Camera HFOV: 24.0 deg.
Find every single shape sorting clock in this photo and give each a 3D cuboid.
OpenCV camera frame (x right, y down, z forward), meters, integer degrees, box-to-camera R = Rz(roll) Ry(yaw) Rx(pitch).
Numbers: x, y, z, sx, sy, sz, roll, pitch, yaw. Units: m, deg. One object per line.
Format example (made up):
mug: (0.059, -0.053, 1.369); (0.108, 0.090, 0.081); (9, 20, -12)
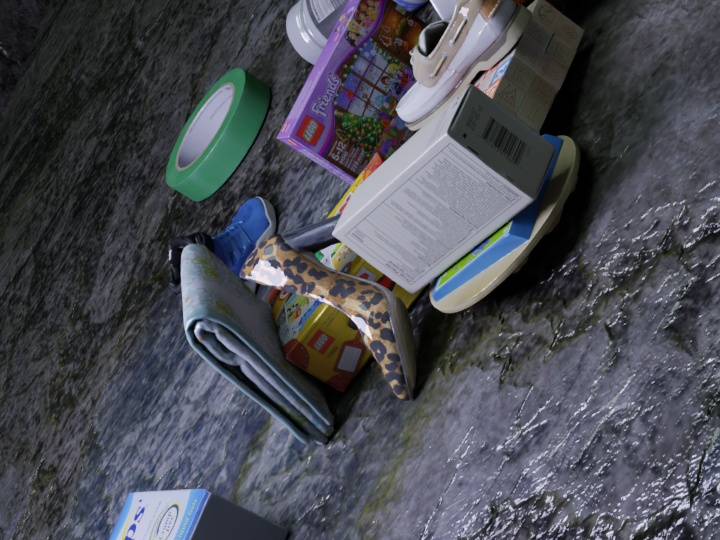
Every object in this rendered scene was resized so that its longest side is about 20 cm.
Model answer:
shape sorting clock: (0.134, -0.042, 1.566); (0.200, 0.039, 0.200); (-51, 13, 17)

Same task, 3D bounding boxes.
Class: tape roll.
tape roll: (-0.207, -0.197, 2.448); (0.200, 0.048, 0.200); (-45, 27, 30)

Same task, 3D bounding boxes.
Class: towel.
towel: (-0.109, 0.077, 1.717); (0.048, 0.200, 0.171); (-40, 24, 8)

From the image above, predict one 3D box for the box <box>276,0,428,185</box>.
box: (0.011, -0.198, 1.888); (0.200, 0.137, 0.039); (-63, 23, -11)

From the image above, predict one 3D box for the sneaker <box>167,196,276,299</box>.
sneaker: (-0.177, -0.032, 2.098); (0.077, 0.111, 0.200); (-33, 33, 46)

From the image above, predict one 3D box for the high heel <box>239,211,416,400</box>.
high heel: (-0.030, 0.049, 1.625); (0.143, 0.071, 0.200); (-21, 73, 11)

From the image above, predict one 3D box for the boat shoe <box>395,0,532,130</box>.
boat shoe: (0.086, -0.213, 1.661); (0.200, 0.068, 0.075); (-43, 17, 47)

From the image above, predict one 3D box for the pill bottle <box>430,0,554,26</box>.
pill bottle: (0.165, -0.315, 1.691); (0.200, 0.110, 0.110); (-33, 29, 14)

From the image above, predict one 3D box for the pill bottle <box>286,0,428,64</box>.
pill bottle: (0.000, -0.341, 2.121); (0.200, 0.114, 0.114); (-33, 33, 46)

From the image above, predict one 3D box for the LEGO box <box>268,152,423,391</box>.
LEGO box: (0.000, 0.000, 1.739); (0.200, 0.077, 0.149); (-53, 23, 14)

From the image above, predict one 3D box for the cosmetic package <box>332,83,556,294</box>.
cosmetic package: (0.073, -0.070, 1.536); (0.200, 0.104, 0.073); (-38, 20, 49)

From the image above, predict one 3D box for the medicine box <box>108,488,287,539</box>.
medicine box: (-0.189, 0.322, 1.690); (0.200, 0.103, 0.182); (-15, 48, 58)

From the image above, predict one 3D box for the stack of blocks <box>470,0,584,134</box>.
stack of blocks: (0.133, -0.155, 1.632); (0.115, 0.059, 0.200); (-38, 21, 53)

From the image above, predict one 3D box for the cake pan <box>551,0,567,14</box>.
cake pan: (0.146, -0.259, 1.817); (0.200, 0.037, 0.200); (-44, 26, 29)
